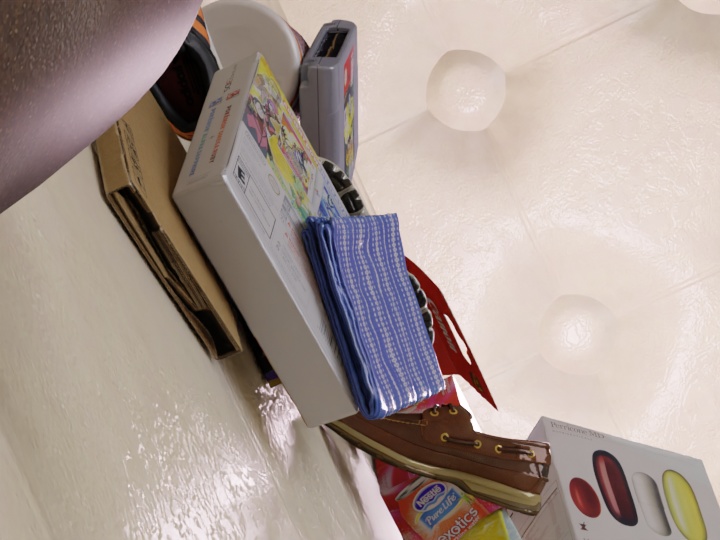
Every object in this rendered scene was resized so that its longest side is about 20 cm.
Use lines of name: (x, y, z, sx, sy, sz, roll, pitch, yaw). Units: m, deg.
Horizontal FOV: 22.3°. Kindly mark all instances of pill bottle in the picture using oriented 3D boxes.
pill bottle: (-0.098, -0.173, 1.625, 0.200, 0.114, 0.115, -9, 74, -85)

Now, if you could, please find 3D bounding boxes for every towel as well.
towel: (0.016, 0.027, 1.310, 0.200, 0.024, 0.146, -9, 81, -73)

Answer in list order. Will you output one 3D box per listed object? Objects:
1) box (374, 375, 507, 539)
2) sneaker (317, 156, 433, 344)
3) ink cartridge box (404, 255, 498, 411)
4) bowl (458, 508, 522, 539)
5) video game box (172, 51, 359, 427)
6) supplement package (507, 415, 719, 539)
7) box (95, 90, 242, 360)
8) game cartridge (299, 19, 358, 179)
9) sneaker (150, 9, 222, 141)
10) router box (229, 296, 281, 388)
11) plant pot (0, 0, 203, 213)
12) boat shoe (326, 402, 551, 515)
box: (0.074, 0.191, 1.768, 0.200, 0.099, 0.096, -98, 163, -72)
sneaker: (0.000, 0.000, 1.451, 0.085, 0.077, 0.201, -131, -162, -87)
ink cartridge box: (0.029, 0.039, 1.617, 0.200, 0.047, 0.161, 40, -17, 49)
bowl: (0.111, 0.310, 1.524, 0.200, 0.107, 0.201, -24, 90, -85)
video game box: (-0.053, -0.024, 1.265, 0.201, 0.047, 0.183, 62, 21, -26)
supplement package: (0.238, 0.275, 1.734, 0.190, 0.148, 0.201, 16, 34, -20)
box: (-0.134, -0.059, 1.193, 0.201, 0.021, 0.164, -110, 173, -47)
game cartridge: (-0.026, -0.137, 1.614, 0.200, 0.041, 0.134, -75, 169, -70)
sneaker: (-0.152, -0.191, 1.374, 0.090, 0.070, 0.201, -104, 171, -82)
router box: (-0.071, -0.004, 1.423, 0.200, 0.052, 0.158, -64, 130, -84)
plant pot: (-0.138, -0.061, 0.381, 0.188, 0.186, 0.200, 63, 19, -22)
boat shoe: (0.067, 0.143, 1.535, 0.199, 0.068, 0.072, 21, -5, -8)
